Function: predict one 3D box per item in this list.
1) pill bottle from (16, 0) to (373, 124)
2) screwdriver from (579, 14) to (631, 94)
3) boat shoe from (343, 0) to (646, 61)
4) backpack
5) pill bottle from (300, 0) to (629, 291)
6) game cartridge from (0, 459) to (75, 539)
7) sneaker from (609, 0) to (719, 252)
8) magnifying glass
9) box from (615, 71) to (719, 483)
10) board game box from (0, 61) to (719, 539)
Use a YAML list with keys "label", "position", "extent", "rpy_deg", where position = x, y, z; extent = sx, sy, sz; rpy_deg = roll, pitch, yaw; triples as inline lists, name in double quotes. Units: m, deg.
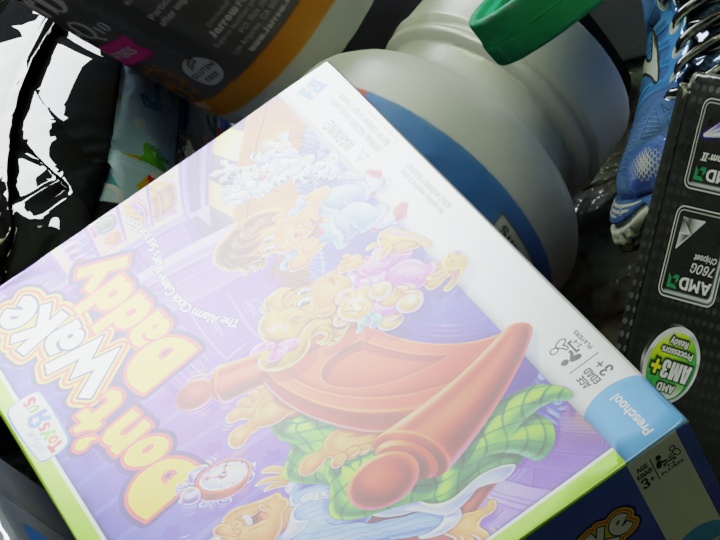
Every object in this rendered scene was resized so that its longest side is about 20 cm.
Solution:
- label: "pill bottle"
  position: [-0.091, -0.143, 0.866]
  extent: [0.116, 0.200, 0.116]
  rpy_deg: [-48, 24, 30]
- label: "screwdriver"
  position: [0.038, -0.104, 0.854]
  extent: [0.029, 0.200, 0.028]
  rpy_deg: [-50, 49, 5]
- label: "boat shoe"
  position: [0.049, -0.102, 0.963]
  extent: [0.200, 0.074, 0.065]
  rpy_deg: [-9, 35, 17]
- label: "backpack"
  position: [-0.120, -0.031, 0.959]
  extent: [0.163, 0.154, 0.200]
  rpy_deg: [-26, 50, 25]
- label: "pill bottle"
  position: [0.000, 0.000, 0.827]
  extent: [0.112, 0.112, 0.200]
  rpy_deg: [8, 52, 45]
- label: "game cartridge"
  position: [-0.051, 0.124, 0.665]
  extent: [0.040, 0.133, 0.200]
  rpy_deg: [-47, 45, 5]
- label: "sneaker"
  position: [0.109, -0.067, 0.784]
  extent: [0.078, 0.089, 0.200]
  rpy_deg: [-13, 17, 16]
- label: "magnifying glass"
  position: [0.076, -0.111, 0.818]
  extent: [0.080, 0.022, 0.200]
  rpy_deg: [-37, 7, 19]
- label: "box"
  position: [0.136, 0.062, 0.605]
  extent: [0.200, 0.047, 0.194]
  rpy_deg: [18, 92, 49]
- label: "board game box"
  position: [-0.013, 0.039, 0.669]
  extent: [0.134, 0.045, 0.200]
  rpy_deg: [-35, 39, -6]
